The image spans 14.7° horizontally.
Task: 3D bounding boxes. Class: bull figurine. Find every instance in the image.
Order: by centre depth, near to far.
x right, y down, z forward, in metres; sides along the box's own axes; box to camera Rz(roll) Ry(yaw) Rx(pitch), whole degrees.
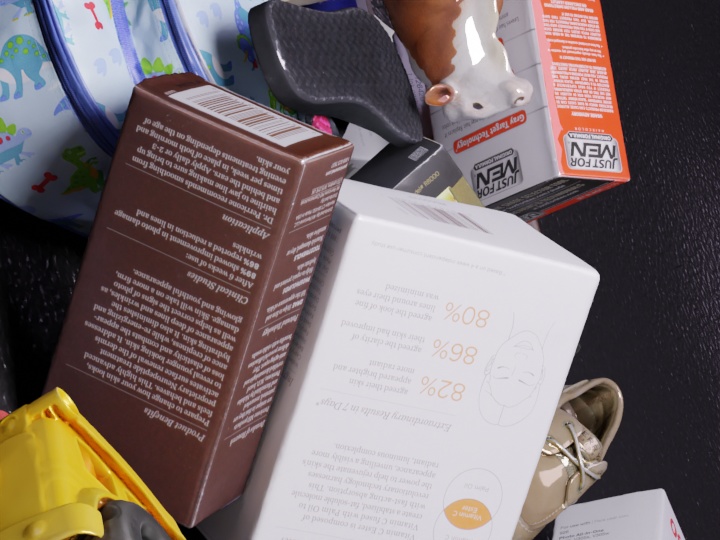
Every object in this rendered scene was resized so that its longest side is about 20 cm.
[{"bbox_3d":[0.048,-0.175,1.561,0.065,0.122,0.200,12,31,-39],"label":"bull figurine"}]

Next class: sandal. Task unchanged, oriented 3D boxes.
[{"bbox_3d":[-0.021,-0.103,1.477,0.200,0.045,0.076,10,59,-65],"label":"sandal"}]

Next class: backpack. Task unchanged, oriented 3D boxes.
[{"bbox_3d":[-0.127,-0.116,1.481,0.200,0.146,0.184,17,52,-57],"label":"backpack"}]

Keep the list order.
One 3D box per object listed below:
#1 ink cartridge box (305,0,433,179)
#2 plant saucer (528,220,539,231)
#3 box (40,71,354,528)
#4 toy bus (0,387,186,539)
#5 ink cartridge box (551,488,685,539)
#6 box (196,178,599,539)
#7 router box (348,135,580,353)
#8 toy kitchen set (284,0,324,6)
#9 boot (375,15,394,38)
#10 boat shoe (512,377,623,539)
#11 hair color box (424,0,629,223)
[{"bbox_3d":[-0.056,-0.147,1.685,0.199,0.047,0.199,5,61,-36],"label":"ink cartridge box"},{"bbox_3d":[0.087,-0.036,1.752,0.200,0.034,0.202,164,-90,-90],"label":"plant saucer"},{"bbox_3d":[-0.084,0.014,1.382,0.100,0.201,0.075,24,17,16],"label":"box"},{"bbox_3d":[-0.131,0.152,1.290,0.200,0.135,0.192,52,12,-34],"label":"toy bus"},{"bbox_3d":[0.178,0.263,1.828,0.201,0.084,0.147,-77,148,-53],"label":"ink cartridge box"},{"bbox_3d":[0.012,0.064,1.476,0.151,0.201,0.106,13,12,-28],"label":"box"},{"bbox_3d":[0.005,0.046,1.566,0.158,0.200,0.052,53,-11,-26],"label":"router box"},{"bbox_3d":[-0.109,-0.231,1.615,0.163,0.179,0.201,103,-27,-71],"label":"toy kitchen set"},{"bbox_3d":[-0.034,-0.140,1.790,0.201,0.072,0.144,57,25,-2],"label":"boot"},{"bbox_3d":[0.122,0.118,1.787,0.072,0.065,0.200,63,24,-8],"label":"boat shoe"},{"bbox_3d":[0.087,-0.135,1.617,0.061,0.101,0.201,3,74,-39],"label":"hair color box"}]
